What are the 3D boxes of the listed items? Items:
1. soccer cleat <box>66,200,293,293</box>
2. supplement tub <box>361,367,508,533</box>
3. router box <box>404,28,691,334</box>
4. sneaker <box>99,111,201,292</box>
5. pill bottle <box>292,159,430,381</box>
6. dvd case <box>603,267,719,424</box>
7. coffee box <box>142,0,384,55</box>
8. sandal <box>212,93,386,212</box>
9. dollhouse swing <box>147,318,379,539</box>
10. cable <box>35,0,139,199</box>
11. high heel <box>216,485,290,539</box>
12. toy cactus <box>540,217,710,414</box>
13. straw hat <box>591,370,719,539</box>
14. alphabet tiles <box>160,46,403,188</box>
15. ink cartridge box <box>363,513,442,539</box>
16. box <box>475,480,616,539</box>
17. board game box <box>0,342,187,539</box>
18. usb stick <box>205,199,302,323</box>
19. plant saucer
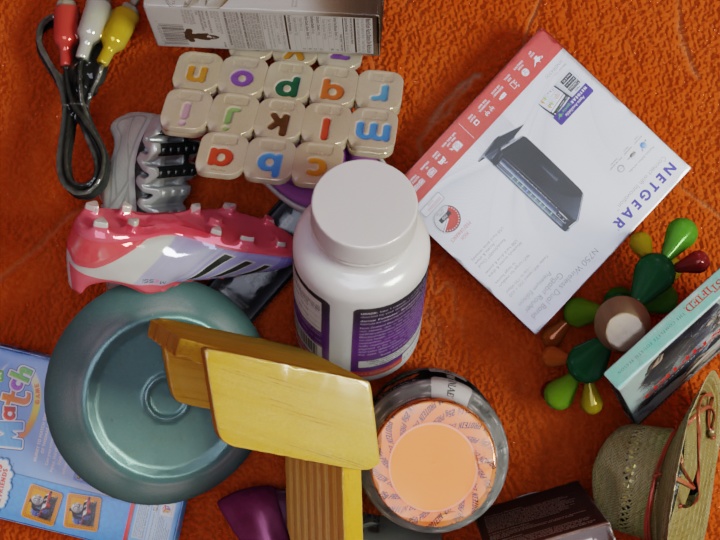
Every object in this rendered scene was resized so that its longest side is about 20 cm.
[{"bbox_3d":[-0.150,-0.013,1.142,0.199,0.067,0.077,3,122,-26],"label":"soccer cleat"},{"bbox_3d":[0.058,0.146,1.112,0.122,0.200,0.123,0,89,1],"label":"supplement tub"},{"bbox_3d":[0.155,-0.077,1.185,0.179,0.049,0.200,43,91,2],"label":"router box"},{"bbox_3d":[-0.197,-0.044,1.196,0.081,0.075,0.201,16,99,31],"label":"sneaker"},{"bbox_3d":[0.000,0.000,1.105,0.111,0.200,0.112,1,59,-2],"label":"pill bottle"},{"bbox_3d":[0.267,0.060,1.108,0.146,0.200,0.022,-42,70,1],"label":"dvd case"},{"bbox_3d":[-0.078,-0.256,1.167,0.199,0.080,0.115,2,73,2],"label":"coffee box"},{"bbox_3d":[-0.068,-0.108,1.172,0.202,0.050,0.083,29,88,18],"label":"sandal"},{"bbox_3d":[-0.087,0.147,1.065,0.181,0.200,0.177,13,91,-20],"label":"dollhouse swing"},{"bbox_3d":[-0.251,-0.162,1.179,0.097,0.050,0.201,5,68,6],"label":"cable"},{"bbox_3d":[-0.072,0.290,1.185,0.096,0.067,0.201,-4,76,-4],"label":"high heel"},{"bbox_3d":[0.221,0.048,1.125,0.200,0.165,0.102,-43,88,11],"label":"toy cactus"},{"bbox_3d":[0.241,0.177,1.136,0.085,0.201,0.202,9,90,24],"label":"straw hat"},{"bbox_3d":[-0.065,-0.143,1.156,0.199,0.015,0.196,6,49,2],"label":"alphabet tiles"},{"bbox_3d":[0.023,0.318,1.140,0.082,0.146,0.201,5,90,1],"label":"ink cartridge box"},{"bbox_3d":[0.154,0.234,1.109,0.100,0.200,0.075,-17,91,3],"label":"box"},{"bbox_3d":[-0.247,0.161,1.207,0.199,0.037,0.152,13,91,1],"label":"board game box"},{"bbox_3d":[-0.073,-0.021,1.203,0.055,0.033,0.200,41,91,-5],"label":"usb stick"},{"bbox_3d":[-0.168,0.107,1.157,0.199,0.036,0.201,-2,96,-18],"label":"plant saucer"}]
